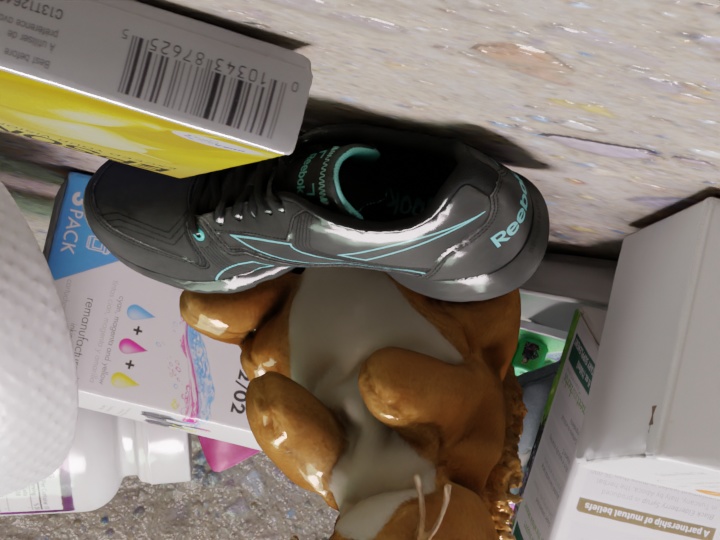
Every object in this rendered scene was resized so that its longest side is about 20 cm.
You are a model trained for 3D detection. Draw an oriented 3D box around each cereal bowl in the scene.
[{"bbox_3d":[-0.232,0.031,1.439,0.083,0.200,0.200,-24,-165,-32],"label":"cereal bowl"}]

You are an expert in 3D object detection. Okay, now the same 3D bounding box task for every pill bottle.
[{"bbox_3d":[-0.197,0.084,1.594,0.200,0.112,0.112,-3,174,-3],"label":"pill bottle"}]

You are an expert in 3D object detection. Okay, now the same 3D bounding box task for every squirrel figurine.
[{"bbox_3d":[0.028,0.091,1.218,0.141,0.187,0.200,-21,152,10],"label":"squirrel figurine"}]

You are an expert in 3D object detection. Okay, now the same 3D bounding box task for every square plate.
[{"bbox_3d":[0.173,0.027,1.376,0.198,0.028,0.200,9,172,39],"label":"square plate"}]

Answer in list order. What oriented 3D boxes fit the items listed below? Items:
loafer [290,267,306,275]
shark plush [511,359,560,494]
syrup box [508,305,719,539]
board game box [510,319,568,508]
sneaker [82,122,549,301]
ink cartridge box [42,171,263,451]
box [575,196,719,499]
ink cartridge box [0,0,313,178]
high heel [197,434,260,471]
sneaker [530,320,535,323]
[{"bbox_3d":[0.000,0.000,1.316,0.070,0.070,0.200,-30,146,16],"label":"loafer"},{"bbox_3d":[0.055,0.063,1.353,0.200,0.091,0.083,6,134,4],"label":"shark plush"},{"bbox_3d":[0.114,0.128,1.295,0.081,0.200,0.079,14,-164,-10],"label":"syrup box"},{"bbox_3d":[0.148,0.117,1.476,0.200,0.026,0.200,15,142,10],"label":"board game box"},{"bbox_3d":[-0.025,-0.035,1.135,0.200,0.076,0.079,1,160,20],"label":"sneaker"},{"bbox_3d":[-0.075,0.029,1.503,0.200,0.115,0.068,14,169,-10],"label":"ink cartridge box"},{"bbox_3d":[0.208,0.050,1.161,0.200,0.107,0.152,14,174,-6],"label":"box"},{"bbox_3d":[-0.142,-0.079,1.053,0.197,0.047,0.200,15,171,-18],"label":"ink cartridge box"},{"bbox_3d":[-0.001,0.062,1.590,0.200,0.096,0.067,-1,-179,-30],"label":"high heel"},{"bbox_3d":[0.119,0.053,1.554,0.088,0.075,0.200,23,180,29],"label":"sneaker"}]
